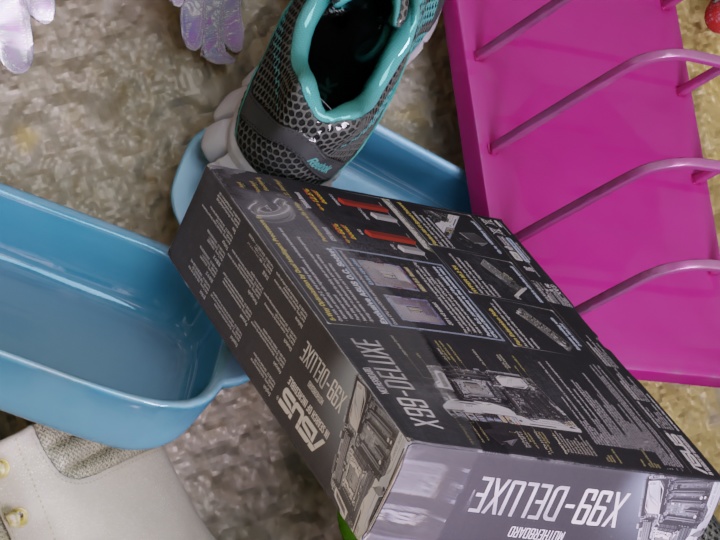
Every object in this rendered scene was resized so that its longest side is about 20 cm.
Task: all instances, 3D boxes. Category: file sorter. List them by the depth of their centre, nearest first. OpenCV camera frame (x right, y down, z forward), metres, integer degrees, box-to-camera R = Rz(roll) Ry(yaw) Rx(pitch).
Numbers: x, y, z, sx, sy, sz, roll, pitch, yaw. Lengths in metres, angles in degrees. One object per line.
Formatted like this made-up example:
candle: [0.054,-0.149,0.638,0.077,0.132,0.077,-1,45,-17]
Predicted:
file sorter: [0.137,-0.066,1.210,0.139,0.125,0.201,7,66,-35]

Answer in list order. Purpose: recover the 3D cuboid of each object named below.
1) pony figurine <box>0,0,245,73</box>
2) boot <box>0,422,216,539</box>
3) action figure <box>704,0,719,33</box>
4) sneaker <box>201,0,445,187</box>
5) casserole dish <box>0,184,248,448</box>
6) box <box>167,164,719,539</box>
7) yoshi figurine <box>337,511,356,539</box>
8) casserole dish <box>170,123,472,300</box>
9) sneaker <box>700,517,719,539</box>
pony figurine: [-0.102,-0.177,1.140,0.166,0.200,0.194,-10,98,-33]
boot: [-0.134,0.148,1.098,0.200,0.072,0.155,-32,93,-32]
action figure: [0.239,-0.194,1.333,0.065,0.099,0.200,43,67,-9]
sneaker: [0.004,-0.114,1.170,0.077,0.091,0.201,28,61,-12]
casserole dish: [-0.141,0.015,1.097,0.199,0.039,0.121,20,30,-6]
box: [0.031,0.039,1.081,0.157,0.200,0.050,9,118,-35]
yoshi figurine: [0.050,0.131,1.109,0.112,0.113,0.200,13,29,-28]
casserole dish: [0.000,0.000,1.211,0.199,0.039,0.122,27,68,-18]
sneaker: [0.173,0.176,1.211,0.077,0.091,0.201,-25,89,-28]
